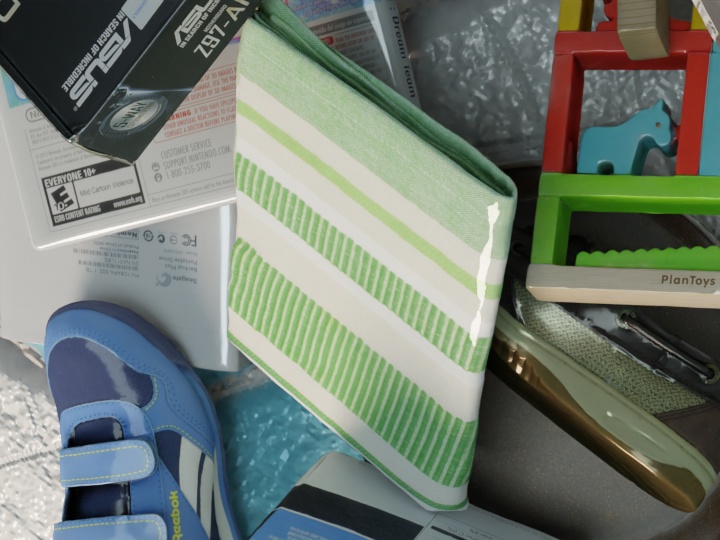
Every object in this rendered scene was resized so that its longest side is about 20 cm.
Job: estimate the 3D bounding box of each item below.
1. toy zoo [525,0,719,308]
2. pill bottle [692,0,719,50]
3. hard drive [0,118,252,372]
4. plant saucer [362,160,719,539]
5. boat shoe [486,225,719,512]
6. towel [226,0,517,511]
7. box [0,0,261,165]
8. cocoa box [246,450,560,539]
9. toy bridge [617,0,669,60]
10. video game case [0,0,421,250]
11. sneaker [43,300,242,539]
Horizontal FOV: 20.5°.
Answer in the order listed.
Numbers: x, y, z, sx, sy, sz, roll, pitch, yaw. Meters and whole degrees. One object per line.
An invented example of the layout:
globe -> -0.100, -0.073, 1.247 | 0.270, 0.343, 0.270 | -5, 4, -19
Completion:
toy zoo -> 0.140, -0.084, 0.783 | 0.130, 0.020, 0.201 | 2, 73, 21
pill bottle -> 0.156, -0.130, 0.674 | 0.113, 0.113, 0.201 | -32, 83, 26
hard drive -> -0.112, -0.059, 0.943 | 0.131, 0.025, 0.201 | 7, 105, 22
plant saucer -> 0.089, 0.049, 0.877 | 0.199, 0.032, 0.202 | 5, 103, 23
boat shoe -> 0.079, 0.017, 0.825 | 0.065, 0.073, 0.200 | -45, 68, -9
towel -> 0.000, 0.000, 0.823 | 0.152, 0.023, 0.201 | 39, 144, 29
box -> -0.088, -0.169, 0.789 | 0.200, 0.043, 0.160 | -49, 63, 14
cocoa box -> 0.003, 0.210, 0.876 | 0.133, 0.131, 0.201 | 18, 120, 19
toy bridge -> 0.190, -0.123, 0.750 | 0.199, 0.027, 0.068 | -4, 68, 20
video game case -> -0.081, -0.118, 0.886 | 0.199, 0.024, 0.183 | -13, 92, 24
sneaker -> -0.106, 0.112, 0.938 | 0.074, 0.082, 0.201 | -11, 104, 32
